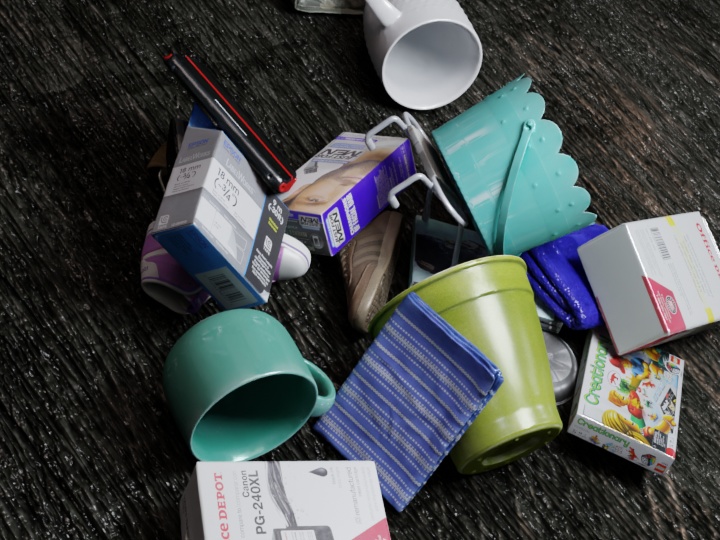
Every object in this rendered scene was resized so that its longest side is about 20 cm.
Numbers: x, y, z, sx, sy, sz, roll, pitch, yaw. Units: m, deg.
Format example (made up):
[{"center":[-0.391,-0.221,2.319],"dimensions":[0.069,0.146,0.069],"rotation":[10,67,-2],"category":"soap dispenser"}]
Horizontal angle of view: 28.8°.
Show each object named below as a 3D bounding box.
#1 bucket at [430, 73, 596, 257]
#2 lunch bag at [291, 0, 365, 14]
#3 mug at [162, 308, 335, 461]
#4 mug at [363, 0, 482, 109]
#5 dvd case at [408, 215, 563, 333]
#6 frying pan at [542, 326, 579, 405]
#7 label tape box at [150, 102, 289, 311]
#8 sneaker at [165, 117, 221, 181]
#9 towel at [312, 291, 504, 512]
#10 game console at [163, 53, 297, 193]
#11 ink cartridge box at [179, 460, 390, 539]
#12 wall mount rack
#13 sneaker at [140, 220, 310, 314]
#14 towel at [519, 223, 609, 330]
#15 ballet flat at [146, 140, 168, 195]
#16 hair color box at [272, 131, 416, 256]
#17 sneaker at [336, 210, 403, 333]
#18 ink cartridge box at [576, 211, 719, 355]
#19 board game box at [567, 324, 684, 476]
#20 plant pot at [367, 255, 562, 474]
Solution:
[{"center":[0.180,-0.115,1.675],"dimensions":[0.133,0.208,0.209],"rotation":[-27,57,4],"category":"bucket"},{"center":[-0.038,-0.466,2.062],"dimensions":[0.197,0.118,0.165],"rotation":[-12,55,-21],"category":"lunch bag"},{"center":[-0.129,0.122,1.508],"dimensions":[0.151,0.185,0.115],"rotation":[-35,58,4],"category":"mug"},{"center":[0.060,-0.349,1.953],"dimensions":[0.199,0.147,0.176],"rotation":[35,23,-40],"category":"mug"},{"center":[0.159,0.002,1.776],"dimensions":[0.197,0.022,0.147],"rotation":[17,36,-7],"category":"dvd case"},{"center":[0.232,0.088,1.746],"dimensions":[0.114,0.031,0.191],"rotation":[26,49,-1],"category":"frying pan"},{"center":[-0.146,-0.079,1.570],"dimensions":[0.144,0.063,0.202],"rotation":[49,39,-39],"category":"label tape box"},{"center":[-0.177,-0.103,1.641],"dimensions":[0.086,0.076,0.202],"rotation":[4,48,-16],"category":"sneaker"},{"center":[0.049,0.143,1.522],"dimensions":[0.145,0.201,0.024],"rotation":[41,17,19],"category":"towel"},{"center":[-0.151,-0.170,1.642],"dimensions":[0.200,0.031,0.177],"rotation":[48,7,-3],"category":"game console"},{"center":[-0.076,0.276,1.426],"dimensions":[0.197,0.084,0.147],"rotation":[2,50,-19],"category":"ink cartridge box"},{"center":[0.080,-0.092,1.701],"dimensions":[0.174,0.074,0.201],"rotation":[45,17,-41],"category":"wall mount rack"},{"center":[-0.159,0.010,1.638],"dimensions":[0.197,0.073,0.115],"rotation":[4,49,-2],"category":"sneaker"},{"center":[0.289,0.001,1.790],"dimensions":[0.199,0.050,0.148],"rotation":[-13,54,-49],"category":"towel"},{"center":[-0.193,-0.080,1.710],"dimensions":[0.072,0.068,0.200],"rotation":[-37,68,-18],"category":"ballet flat"},{"center":[-0.028,-0.099,1.753],"dimensions":[0.108,0.066,0.200],"rotation":[9,38,35],"category":"hair color box"},{"center":[0.000,0.000,1.718],"dimensions":[0.074,0.071,0.201],"rotation":[9,41,10],"category":"sneaker"},{"center":[0.379,0.014,1.761],"dimensions":[0.199,0.083,0.147],"rotation":[-8,73,-48],"category":"ink cartridge box"},{"center":[0.323,0.150,1.693],"dimensions":[0.125,0.035,0.201],"rotation":[24,35,1],"category":"board game box"},{"center":[0.135,0.117,1.585],"dimensions":[0.198,0.201,0.195],"rotation":[-12,67,-28],"category":"plant pot"}]
